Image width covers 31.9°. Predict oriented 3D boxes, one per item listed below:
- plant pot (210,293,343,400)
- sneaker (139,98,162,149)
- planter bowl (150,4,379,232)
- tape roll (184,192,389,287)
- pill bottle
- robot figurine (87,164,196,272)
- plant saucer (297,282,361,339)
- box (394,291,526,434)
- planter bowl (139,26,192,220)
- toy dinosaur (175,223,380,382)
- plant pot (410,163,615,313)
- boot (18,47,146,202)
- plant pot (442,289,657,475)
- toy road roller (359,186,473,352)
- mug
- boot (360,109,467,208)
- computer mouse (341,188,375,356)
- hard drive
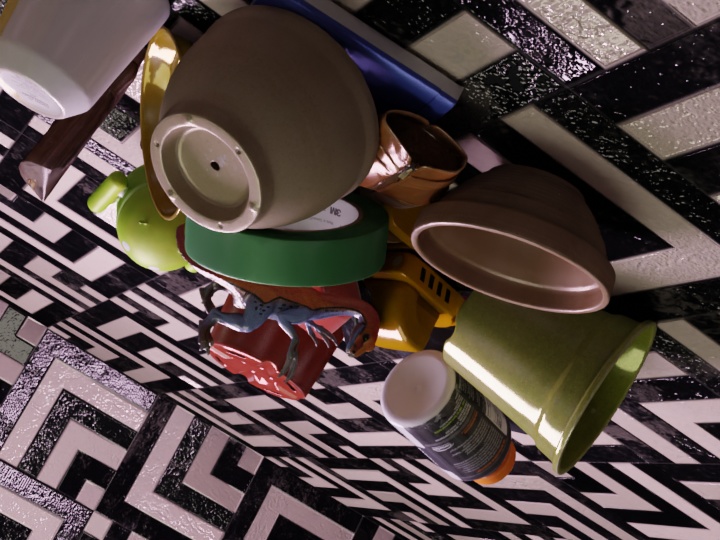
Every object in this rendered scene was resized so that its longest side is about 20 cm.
[{"bbox_3d":[-0.095,0.053,1.666,0.200,0.196,0.201,24,162,9],"label":"plant pot"},{"bbox_3d":[-0.227,-0.155,1.501,0.091,0.076,0.200,28,160,14],"label":"sneaker"},{"bbox_3d":[-0.103,-0.118,1.125,0.200,0.135,0.201,20,132,24],"label":"planter bowl"},{"bbox_3d":[-0.072,-0.040,1.241,0.200,0.048,0.201,4,-161,-2],"label":"tape roll"},{"bbox_3d":[0.117,0.190,1.543,0.106,0.106,0.200,9,153,43],"label":"pill bottle"},{"bbox_3d":[-0.255,-0.072,1.620,0.175,0.116,0.200,36,-170,-21],"label":"robot figurine"},{"bbox_3d":[-0.058,-0.032,1.425,0.037,0.201,0.200,-9,169,-16],"label":"plant saucer"},{"bbox_3d":[0.149,0.111,1.619,0.122,0.106,0.200,10,154,38],"label":"box"},{"bbox_3d":[-0.170,-0.155,1.331,0.083,0.201,0.200,-4,173,-24],"label":"planter bowl"},{"bbox_3d":[-0.077,0.040,1.293,0.181,0.105,0.200,-11,128,11],"label":"toy dinosaur"},{"bbox_3d":[0.157,-0.039,1.221,0.200,0.093,0.201,19,163,6],"label":"plant pot"},{"bbox_3d":[-0.327,-0.161,1.416,0.064,0.200,0.186,33,161,-15],"label":"boot"},{"bbox_3d":[0.201,0.096,1.420,0.184,0.201,0.201,32,164,21],"label":"plant pot"},{"bbox_3d":[0.040,0.002,1.421,0.200,0.146,0.123,40,157,-32],"label":"toy road roller"},{"bbox_3d":[-0.301,-0.237,1.259,0.186,0.154,0.149,7,153,48],"label":"mug"},{"bbox_3d":[-0.002,-0.123,1.194,0.199,0.074,0.155,18,167,-13],"label":"boot"},{"bbox_3d":[0.000,0.000,1.374,0.034,0.201,0.059,-8,-156,-15],"label":"computer mouse"},{"bbox_3d":[-0.015,-0.195,1.171,0.200,0.025,0.132,31,161,-11],"label":"hard drive"}]
